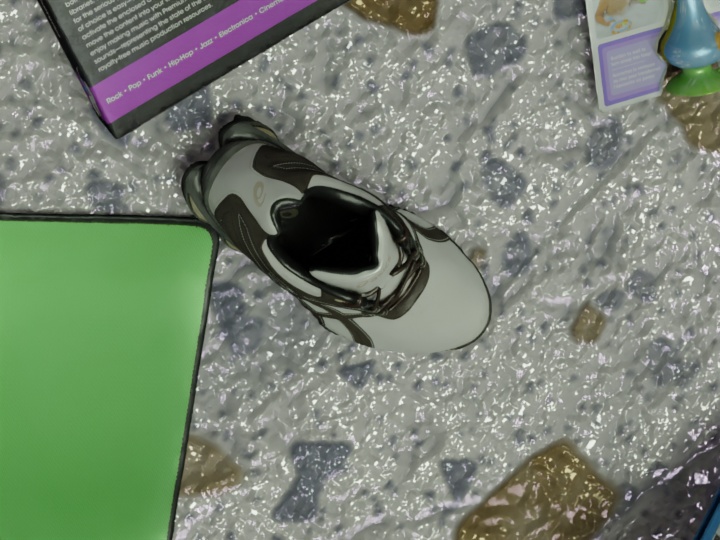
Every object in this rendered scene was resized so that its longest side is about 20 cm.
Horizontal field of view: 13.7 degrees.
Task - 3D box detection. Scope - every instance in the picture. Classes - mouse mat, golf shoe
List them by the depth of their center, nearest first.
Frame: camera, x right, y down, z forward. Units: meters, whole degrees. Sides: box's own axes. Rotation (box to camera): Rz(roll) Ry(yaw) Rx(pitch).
[{"bbox_3d":[0.000,0.000,1.523,0.200,0.094,0.078,28,95,-34],"label":"golf shoe"},{"bbox_3d":[-0.159,0.065,1.532,0.160,0.008,0.201,1,110,-25],"label":"mouse mat"}]

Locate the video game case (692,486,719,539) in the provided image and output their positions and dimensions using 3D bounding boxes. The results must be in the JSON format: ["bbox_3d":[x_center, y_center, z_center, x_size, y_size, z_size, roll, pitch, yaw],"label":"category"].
[{"bbox_3d":[0.252,0.168,1.663,0.143,0.018,0.200,38,59,-9],"label":"video game case"}]

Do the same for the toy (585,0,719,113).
[{"bbox_3d":[0.171,-0.184,1.549,0.115,0.047,0.201,-17,117,-19],"label":"toy"}]

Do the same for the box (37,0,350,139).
[{"bbox_3d":[-0.102,-0.183,1.437,0.143,0.036,0.200,-31,121,-10],"label":"box"}]
